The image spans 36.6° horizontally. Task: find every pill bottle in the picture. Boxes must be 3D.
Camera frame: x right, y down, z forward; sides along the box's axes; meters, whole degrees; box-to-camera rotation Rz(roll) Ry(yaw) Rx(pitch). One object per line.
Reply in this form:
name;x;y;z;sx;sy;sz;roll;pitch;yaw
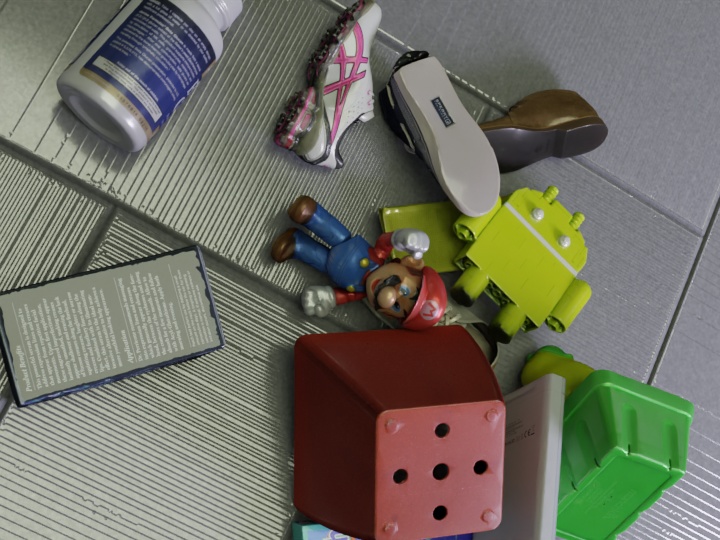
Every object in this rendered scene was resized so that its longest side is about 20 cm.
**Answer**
pill bottle;-0.216;-0.233;1.154;0.111;0.111;0.200;39;73;-9

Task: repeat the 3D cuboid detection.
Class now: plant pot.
plant pot;0.050;0.178;1.122;0.200;0.176;0.200;-3;102;-18

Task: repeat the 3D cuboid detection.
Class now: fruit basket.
fruit basket;0.259;0.181;1.236;0.155;0.216;0.216;21;76;-14

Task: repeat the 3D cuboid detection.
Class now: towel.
towel;0.119;-0.042;1.271;0.200;0.018;0.086;-7;76;-26

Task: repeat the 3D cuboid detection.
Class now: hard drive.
hard drive;0.170;0.224;1.178;0.027;0.132;0.200;22;59;-19

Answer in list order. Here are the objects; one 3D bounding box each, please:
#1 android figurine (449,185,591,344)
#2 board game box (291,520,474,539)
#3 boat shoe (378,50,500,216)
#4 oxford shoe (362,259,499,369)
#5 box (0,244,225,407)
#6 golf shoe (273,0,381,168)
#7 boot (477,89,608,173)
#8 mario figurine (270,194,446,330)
android figurine;0.190;-0.015;1.263;0.182;0.041;0.200;46;63;-6
board game box;0.030;0.342;1.189;0.200;0.045;0.152;-3;83;-18
boat shoe;0.089;-0.148;1.250;0.075;0.093;0.200;-22;86;-19
oxford shoe;0.083;0.052;1.242;0.200;0.058;0.075;38;75;-8
box;-0.253;0.057;1.081;0.200;0.148;0.107;-15;87;-19
golf shoe;-0.020;-0.212;1.241;0.092;0.073;0.200;28;85;-19
boot;0.193;-0.171;1.317;0.200;0.074;0.076;-10;56;-15
mario figurine;0.000;0.000;1.166;0.200;0.124;0.106;29;59;9
